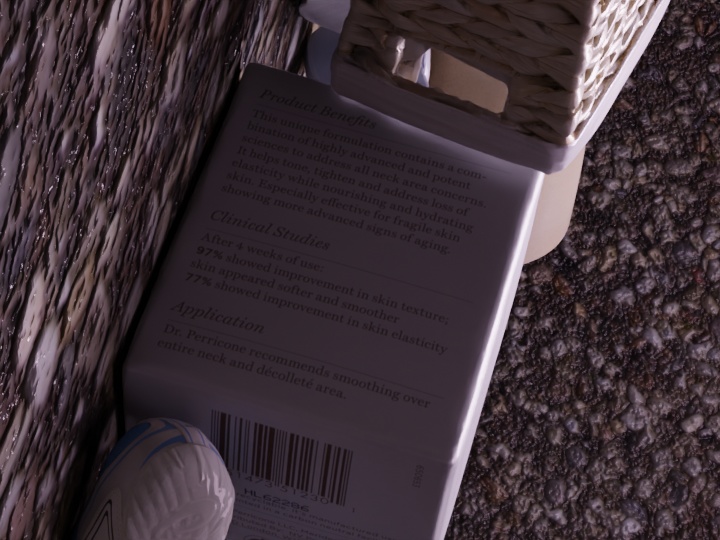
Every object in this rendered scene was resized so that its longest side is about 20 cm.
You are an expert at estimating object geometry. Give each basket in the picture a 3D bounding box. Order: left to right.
[{"bbox_3d":[0.086,-0.167,0.966,0.200,0.135,0.124,-55,161,-45],"label":"basket"}]

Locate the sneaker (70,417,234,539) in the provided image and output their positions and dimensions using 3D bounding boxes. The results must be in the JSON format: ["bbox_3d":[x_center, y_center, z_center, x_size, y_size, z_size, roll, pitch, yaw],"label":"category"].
[{"bbox_3d":[-0.112,0.164,0.871,0.201,0.072,0.072,-69,-159,5],"label":"sneaker"}]

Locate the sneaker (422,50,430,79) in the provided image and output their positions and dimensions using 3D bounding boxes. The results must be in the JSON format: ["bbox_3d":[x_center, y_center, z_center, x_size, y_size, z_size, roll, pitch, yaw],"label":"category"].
[{"bbox_3d":[0.019,-0.180,1.230,0.201,0.070,0.108,-66,164,-4],"label":"sneaker"}]

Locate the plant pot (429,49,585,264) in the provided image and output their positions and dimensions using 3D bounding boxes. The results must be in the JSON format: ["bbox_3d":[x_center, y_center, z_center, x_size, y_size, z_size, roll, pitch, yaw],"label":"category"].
[{"bbox_3d":[0.092,-0.138,1.360,0.188,0.186,0.201,-68,177,-48],"label":"plant pot"}]

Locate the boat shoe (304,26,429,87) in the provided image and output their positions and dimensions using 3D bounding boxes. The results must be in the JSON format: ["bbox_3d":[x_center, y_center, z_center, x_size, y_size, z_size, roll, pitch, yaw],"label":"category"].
[{"bbox_3d":[0.024,-0.061,1.137,0.074,0.202,0.086,-19,144,-27],"label":"boat shoe"}]

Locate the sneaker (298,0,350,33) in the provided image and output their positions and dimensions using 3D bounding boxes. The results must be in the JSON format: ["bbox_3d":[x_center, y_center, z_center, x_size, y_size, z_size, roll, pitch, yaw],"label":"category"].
[{"bbox_3d":[0.007,-0.186,1.056,0.200,0.070,0.100,47,64,-79],"label":"sneaker"}]

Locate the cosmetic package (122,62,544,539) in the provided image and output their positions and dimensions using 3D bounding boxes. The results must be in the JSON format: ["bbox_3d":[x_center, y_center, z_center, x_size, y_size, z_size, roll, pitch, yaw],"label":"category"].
[{"bbox_3d":[-0.012,0.034,0.973,0.167,0.166,0.201,97,11,-56],"label":"cosmetic package"}]
